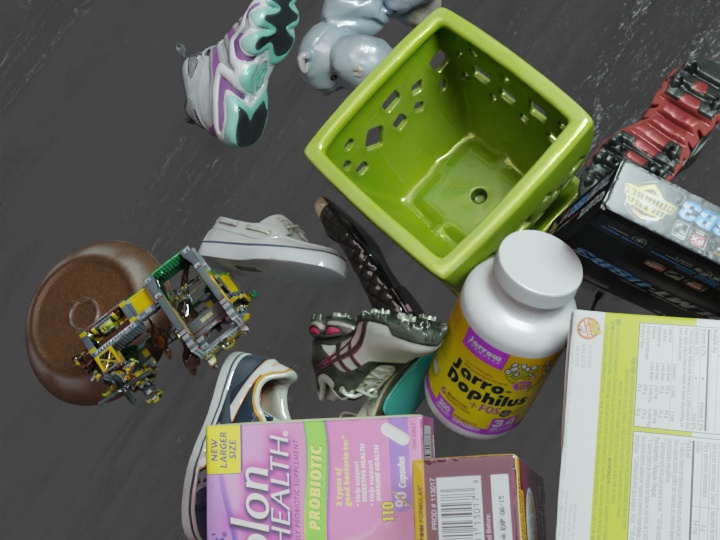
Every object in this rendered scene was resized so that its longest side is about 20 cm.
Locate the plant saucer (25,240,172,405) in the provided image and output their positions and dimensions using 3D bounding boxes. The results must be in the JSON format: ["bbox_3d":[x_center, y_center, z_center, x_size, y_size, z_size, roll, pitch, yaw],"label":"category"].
[{"bbox_3d":[-0.315,0.055,1.069,0.199,0.037,0.201,-5,72,16],"label":"plant saucer"}]

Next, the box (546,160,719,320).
[{"bbox_3d":[0.268,-0.005,0.774,0.199,0.199,0.050,26,78,1],"label":"box"}]

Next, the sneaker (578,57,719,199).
[{"bbox_3d":[0.280,-0.112,0.884,0.071,0.098,0.200,40,72,18],"label":"sneaker"}]

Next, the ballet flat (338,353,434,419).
[{"bbox_3d":[0.012,0.142,0.920,0.062,0.067,0.200,28,83,36],"label":"ballet flat"}]

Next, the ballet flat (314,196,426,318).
[{"bbox_3d":[0.000,0.000,0.966,0.057,0.066,0.200,-40,64,14],"label":"ballet flat"}]

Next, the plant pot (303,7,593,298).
[{"bbox_3d":[0.098,-0.095,0.900,0.199,0.181,0.200,-46,65,0],"label":"plant pot"}]

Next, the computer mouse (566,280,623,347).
[{"bbox_3d":[0.243,-0.013,0.901,0.109,0.044,0.201,18,80,23],"label":"computer mouse"}]

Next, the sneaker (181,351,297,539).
[{"bbox_3d":[-0.121,0.184,0.941,0.079,0.078,0.201,6,74,26],"label":"sneaker"}]

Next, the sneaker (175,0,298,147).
[{"bbox_3d":[-0.160,-0.257,1.078,0.140,0.078,0.201,26,99,29],"label":"sneaker"}]

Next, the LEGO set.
[{"bbox_3d":[-0.185,0.080,0.954,0.200,0.154,0.116,-35,66,-11],"label":"LEGO set"}]

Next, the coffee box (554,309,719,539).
[{"bbox_3d":[0.271,0.159,0.752,0.197,0.200,0.201,3,73,18],"label":"coffee box"}]

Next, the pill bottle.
[{"bbox_3d":[0.129,0.059,0.824,0.104,0.200,0.105,7,47,-8],"label":"pill bottle"}]

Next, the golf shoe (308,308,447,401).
[{"bbox_3d":[0.016,0.082,0.866,0.200,0.077,0.089,-13,70,61],"label":"golf shoe"}]

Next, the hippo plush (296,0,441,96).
[{"bbox_3d":[-0.017,-0.281,1.008,0.199,0.159,0.161,19,79,22],"label":"hippo plush"}]

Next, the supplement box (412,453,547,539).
[{"bbox_3d":[0.109,0.224,0.785,0.085,0.200,0.111,-6,72,15],"label":"supplement box"}]

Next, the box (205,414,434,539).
[{"bbox_3d":[-0.031,0.224,0.828,0.199,0.097,0.177,-4,79,10],"label":"box"}]

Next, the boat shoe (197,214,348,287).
[{"bbox_3d":[-0.092,-0.027,0.993,0.199,0.072,0.066,4,68,41],"label":"boat shoe"}]
